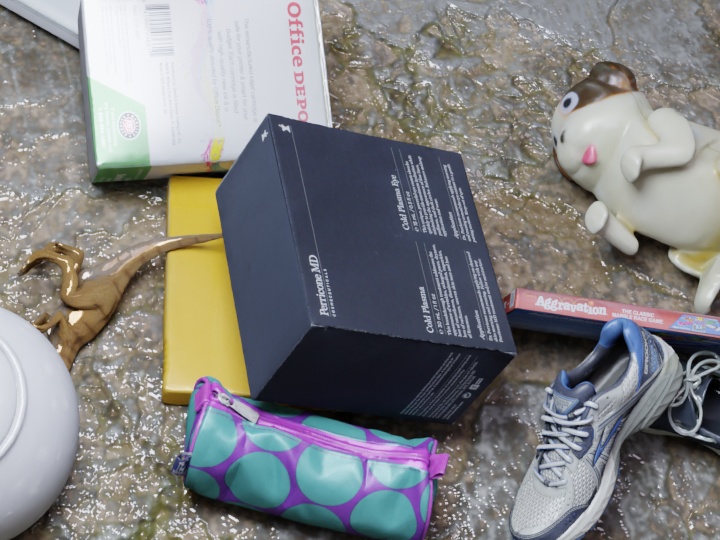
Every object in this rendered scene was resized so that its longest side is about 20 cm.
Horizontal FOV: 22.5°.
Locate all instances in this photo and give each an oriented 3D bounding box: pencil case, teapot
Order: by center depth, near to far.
[{"bbox_3d":[-0.295,0.098,1.299,0.199,0.146,0.198,37,72,10],"label":"teapot"},{"bbox_3d":[-0.039,0.145,1.370,0.198,0.093,0.086,15,46,-4],"label":"pencil case"}]

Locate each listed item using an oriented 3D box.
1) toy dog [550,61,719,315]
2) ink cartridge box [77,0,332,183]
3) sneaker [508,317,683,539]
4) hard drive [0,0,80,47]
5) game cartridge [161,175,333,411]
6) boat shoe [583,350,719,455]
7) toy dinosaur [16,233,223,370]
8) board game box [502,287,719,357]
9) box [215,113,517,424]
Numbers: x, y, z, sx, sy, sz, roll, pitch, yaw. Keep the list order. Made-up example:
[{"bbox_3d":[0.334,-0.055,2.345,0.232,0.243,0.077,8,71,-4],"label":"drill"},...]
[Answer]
[{"bbox_3d":[0.256,-0.095,1.548,0.199,0.140,0.194,30,45,8],"label":"toy dog"},{"bbox_3d":[-0.131,-0.155,1.512,0.198,0.087,0.147,-5,84,-12],"label":"ink cartridge box"},{"bbox_3d":[0.166,0.121,1.400,0.077,0.085,0.201,19,70,45],"label":"sneaker"},{"bbox_3d":[-0.239,-0.260,1.607,0.199,0.026,0.132,30,58,7],"label":"hard drive"},{"bbox_3d":[-0.074,0.018,1.479,0.174,0.033,0.202,4,61,-9],"label":"game cartridge"},{"bbox_3d":[0.275,0.109,1.469,0.199,0.062,0.075,29,64,9],"label":"boat shoe"},{"bbox_3d":[-0.212,0.015,1.444,0.106,0.060,0.200,40,72,-3],"label":"toy dinosaur"},{"bbox_3d":[0.212,0.043,1.474,0.198,0.103,0.020,9,81,-6],"label":"board game box"},{"bbox_3d":[0.000,0.000,1.395,0.180,0.104,0.202,11,49,-30],"label":"box"}]
